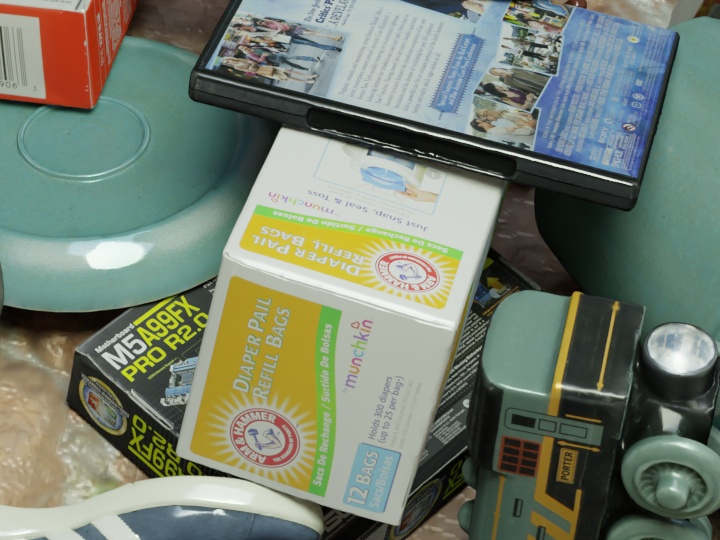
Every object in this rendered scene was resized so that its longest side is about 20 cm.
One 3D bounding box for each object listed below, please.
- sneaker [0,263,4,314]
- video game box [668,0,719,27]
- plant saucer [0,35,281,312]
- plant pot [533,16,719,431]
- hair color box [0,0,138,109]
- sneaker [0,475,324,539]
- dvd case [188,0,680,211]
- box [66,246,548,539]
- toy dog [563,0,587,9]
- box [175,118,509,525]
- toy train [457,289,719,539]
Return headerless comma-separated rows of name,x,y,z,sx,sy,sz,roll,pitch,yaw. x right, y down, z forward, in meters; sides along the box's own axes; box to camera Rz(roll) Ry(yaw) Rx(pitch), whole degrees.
sneaker,-0.254,-0.015,1.296,0.200,0.074,0.087,29,19,21
video game box,0.253,-0.115,1.427,0.181,0.200,0.047,13,80,0
plant saucer,-0.132,-0.056,1.372,0.199,0.028,0.201,0,42,0
plant pot,0.194,-0.004,1.336,0.199,0.201,0.196,-21,50,-26
hair color box,-0.163,-0.169,1.435,0.110,0.064,0.200,6,40,7
sneaker,-0.111,0.140,1.213,0.199,0.075,0.085,-8,70,3
dvd case,0.036,-0.091,1.265,0.199,0.018,0.143,15,35,5
box,-0.011,0.045,1.335,0.160,0.044,0.200,38,53,19
toy dog,0.046,-0.133,1.457,0.199,0.097,0.132,15,50,0
box,0.000,0.000,1.243,0.101,0.113,0.200,17,33,3
toy train,0.099,0.092,1.222,0.113,0.201,0.085,12,47,7
